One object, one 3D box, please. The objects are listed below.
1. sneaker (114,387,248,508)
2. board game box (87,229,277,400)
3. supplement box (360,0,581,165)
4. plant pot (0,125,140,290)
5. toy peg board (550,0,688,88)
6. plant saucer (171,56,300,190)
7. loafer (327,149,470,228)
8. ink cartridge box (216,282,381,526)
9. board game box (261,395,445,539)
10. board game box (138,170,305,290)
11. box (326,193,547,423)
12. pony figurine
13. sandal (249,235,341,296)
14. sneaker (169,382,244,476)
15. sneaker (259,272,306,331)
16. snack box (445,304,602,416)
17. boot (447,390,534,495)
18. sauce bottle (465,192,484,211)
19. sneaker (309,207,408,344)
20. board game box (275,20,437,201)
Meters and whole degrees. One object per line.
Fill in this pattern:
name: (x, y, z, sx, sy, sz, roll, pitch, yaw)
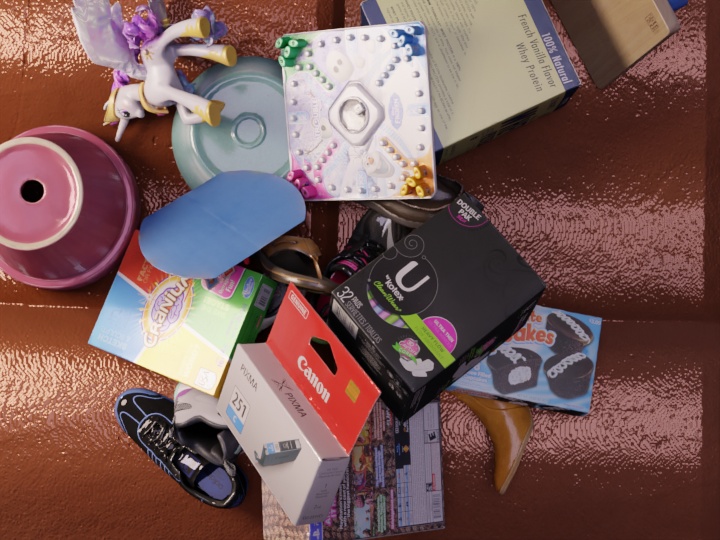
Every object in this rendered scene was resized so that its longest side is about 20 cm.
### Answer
sneaker: (-0.217, 0.213, 1.589, 0.199, 0.078, 0.070, 37, 88, 2)
board game box: (-0.213, 0.052, 1.572, 0.198, 0.040, 0.154, 18, 82, 29)
supplement box: (0.128, -0.258, 1.595, 0.198, 0.134, 0.202, -25, 86, -1)
plant pot: (-0.371, -0.080, 1.558, 0.198, 0.179, 0.202, 0, 86, 0)
toy peg board: (0.316, -0.354, 1.581, 0.097, 0.200, 0.201, -27, 87, -17)
plant saucer: (-0.138, -0.170, 1.637, 0.198, 0.036, 0.202, 0, 86, -1)
loafer: (0.037, -0.109, 1.583, 0.198, 0.072, 0.073, 17, 48, 18)
ink cartridge box: (-0.073, 0.140, 1.420, 0.044, 0.200, 0.177, 0, 124, -37)
board game box: (-0.008, 0.226, 1.533, 0.198, 0.096, 0.161, 1, 84, -36)
board game box: (-0.161, -0.044, 1.551, 0.199, 0.039, 0.158, -34, 45, -26)
box: (0.082, 0.043, 1.487, 0.199, 0.125, 0.149, -36, 75, -18)
pony figurine: (-0.246, -0.255, 1.576, 0.198, 0.166, 0.195, 1, 101, 35)
sandal: (-0.078, -0.019, 1.555, 0.081, 0.200, 0.055, 13, 104, -30)
sneaker: (-0.129, 0.192, 1.555, 0.198, 0.140, 0.078, 5, 122, 0)
sneaker: (-0.157, 0.058, 1.601, 0.199, 0.080, 0.074, -37, 89, -1)
snack box: (0.180, 0.096, 1.566, 0.198, 0.037, 0.117, 11, 75, 1)
boot: (0.145, 0.157, 1.607, 0.143, 0.071, 0.203, 17, 81, 6)
sauce bottle: (0.081, -0.006, 1.614, 0.064, 0.065, 0.201, 31, 86, 2)
sneaker: (0.000, 0.000, 1.597, 0.076, 0.084, 0.201, 29, 77, 2)
board game box: (-0.009, -0.182, 1.548, 0.198, 0.026, 0.202, 1, 100, 31)
